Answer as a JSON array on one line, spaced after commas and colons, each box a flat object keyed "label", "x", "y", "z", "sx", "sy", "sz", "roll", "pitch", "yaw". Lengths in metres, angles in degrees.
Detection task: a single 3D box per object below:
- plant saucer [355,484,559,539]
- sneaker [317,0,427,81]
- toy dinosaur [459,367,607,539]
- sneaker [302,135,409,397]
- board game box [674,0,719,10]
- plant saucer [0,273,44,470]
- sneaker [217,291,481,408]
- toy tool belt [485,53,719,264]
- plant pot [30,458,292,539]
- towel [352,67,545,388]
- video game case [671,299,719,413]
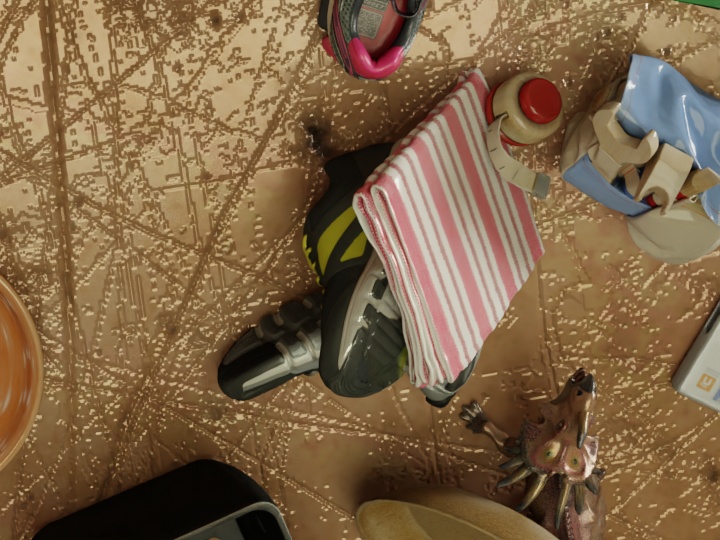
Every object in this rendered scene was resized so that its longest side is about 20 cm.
[{"label": "plant saucer", "x": 0.092, "y": 0.201, "z": 1.673, "sx": 0.200, "sy": 0.200, "sz": 0.035, "roll": 40, "pitch": 67, "yaw": -20}, {"label": "sneaker", "x": 0.029, "y": -0.218, "z": 1.562, "sx": 0.081, "sy": 0.075, "sz": 0.200, "roll": 8, "pitch": 106, "yaw": -13}, {"label": "toy dinosaur", "x": 0.140, "y": 0.158, "z": 1.678, "sx": 0.086, "sy": 0.136, "sz": 0.200, "roll": -22, "pitch": 112, "yaw": -3}, {"label": "sneaker", "x": 0.000, "y": 0.000, "z": 1.587, "sx": 0.085, "sy": 0.200, "sz": 0.074, "roll": -5, "pitch": 139, "yaw": 29}, {"label": "board game box", "x": 0.193, "y": -0.276, "z": 1.554, "sx": 0.135, "sy": 0.029, "sz": 0.200, "roll": 15, "pitch": 112, "yaw": 31}, {"label": "plant saucer", "x": -0.312, "y": 0.065, "z": 1.614, "sx": 0.200, "sy": 0.037, "sz": 0.200, "roll": -3, "pitch": 110, "yaw": -9}, {"label": "sneaker", "x": 0.010, "y": 0.061, "z": 1.655, "sx": 0.200, "sy": 0.075, "sz": 0.116, "roll": -31, "pitch": 114, "yaw": 0}, {"label": "toy tool belt", "x": 0.195, "y": -0.090, "z": 1.604, "sx": 0.200, "sy": 0.123, "sz": 0.125, "roll": 26, "pitch": 64, "yaw": -20}, {"label": "plant pot", "x": -0.125, "y": 0.240, "z": 1.634, "sx": 0.199, "sy": 0.177, "sz": 0.200, "roll": -23, "pitch": 110, "yaw": -2}, {"label": "towel", "x": 0.059, "y": -0.031, "z": 1.585, "sx": 0.030, "sy": 0.200, "sz": 0.146, "roll": -7, "pitch": 114, "yaw": 29}, {"label": "video game case", "x": 0.351, "y": 0.047, "z": 1.742, "sx": 0.200, "sy": 0.022, "sz": 0.182, "roll": 25, "pitch": 102, "yaw": -18}]
